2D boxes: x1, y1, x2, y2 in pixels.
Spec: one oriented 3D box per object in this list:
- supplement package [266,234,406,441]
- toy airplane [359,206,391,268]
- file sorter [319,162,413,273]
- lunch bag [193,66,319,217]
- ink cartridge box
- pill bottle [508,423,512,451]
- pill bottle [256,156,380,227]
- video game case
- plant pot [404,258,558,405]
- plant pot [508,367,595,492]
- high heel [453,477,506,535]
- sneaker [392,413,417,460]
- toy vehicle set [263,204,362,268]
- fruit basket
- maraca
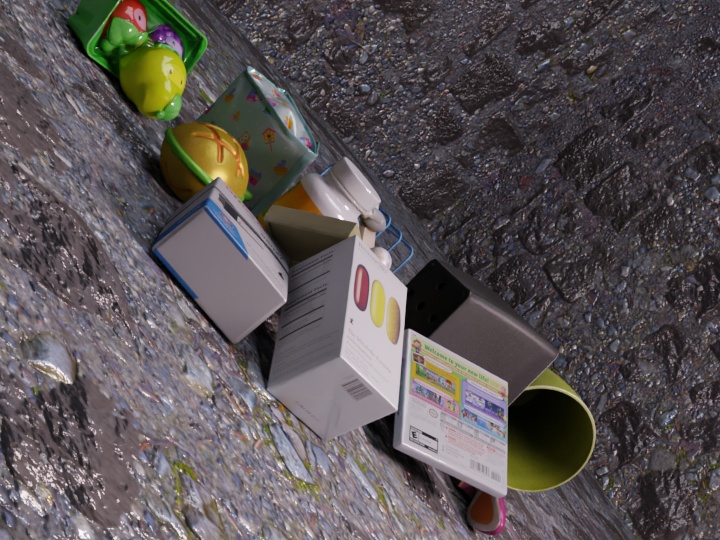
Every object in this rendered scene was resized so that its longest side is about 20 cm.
[{"bbox_3d":[-0.024,0.077,1.403,0.114,0.109,0.201,45,33,-32],"label":"supplement package"},{"bbox_3d":[0.000,0.000,1.835,0.199,0.141,0.201,-34,106,-43],"label":"toy airplane"},{"bbox_3d":[-0.014,-0.079,2.174,0.139,0.123,0.200,41,-8,48],"label":"file sorter"},{"bbox_3d":[-0.159,-0.180,1.808,0.122,0.170,0.200,28,24,-51],"label":"lunch bag"},{"bbox_3d":[-0.159,-0.018,1.403,0.145,0.084,0.200,50,7,-13],"label":"ink cartridge box"},{"bbox_3d":[0.208,0.276,2.046,0.104,0.104,0.200,45,10,-34],"label":"pill bottle"},{"bbox_3d":[-0.073,-0.066,1.673,0.111,0.200,0.111,49,8,-9],"label":"pill bottle"},{"bbox_3d":[0.129,0.198,1.648,0.199,0.022,0.183,29,48,-29],"label":"video game case"},{"bbox_3d":[0.141,0.102,1.809,0.177,0.200,0.200,44,2,-32],"label":"plant pot"},{"bbox_3d":[0.266,0.222,1.915,0.187,0.187,0.200,48,13,-19],"label":"plant pot"},{"bbox_3d":[0.202,0.361,1.778,0.096,0.067,0.200,38,-2,-15],"label":"high heel"},{"bbox_3d":[0.067,0.205,1.720,0.114,0.073,0.200,52,-3,-7],"label":"sneaker"},{"bbox_3d":[-0.046,0.007,1.532,0.124,0.027,0.201,14,-39,25],"label":"toy vehicle set"},{"bbox_3d":[-0.310,-0.318,1.749,0.215,0.156,0.216,36,-1,1],"label":"fruit basket"},{"bbox_3d":[-0.204,-0.140,1.609,0.137,0.107,0.200,50,8,5],"label":"maraca"}]
